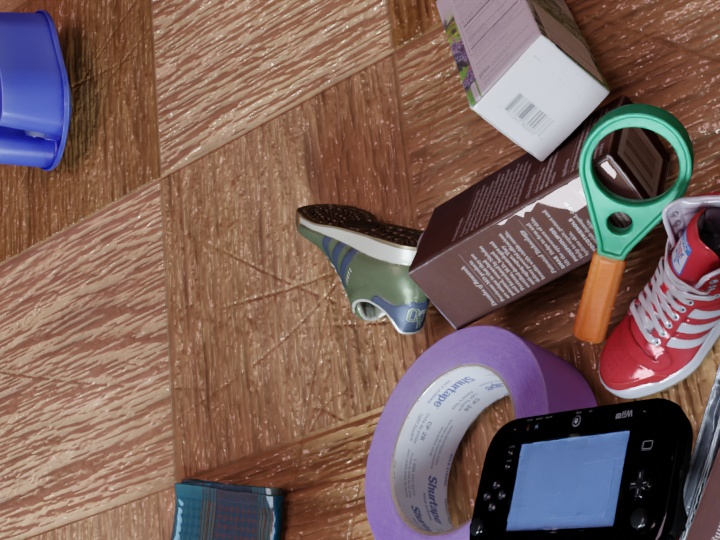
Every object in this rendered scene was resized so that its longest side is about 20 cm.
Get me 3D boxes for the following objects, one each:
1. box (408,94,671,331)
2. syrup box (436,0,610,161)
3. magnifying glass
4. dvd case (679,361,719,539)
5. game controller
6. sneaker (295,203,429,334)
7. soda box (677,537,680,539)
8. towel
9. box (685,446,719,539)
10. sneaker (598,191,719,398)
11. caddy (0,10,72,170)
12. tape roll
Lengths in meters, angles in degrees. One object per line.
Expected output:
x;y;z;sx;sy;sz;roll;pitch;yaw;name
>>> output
0.140;-0.043;1.137;0.199;0.075;0.100;-29;21;33;box
0.127;-0.183;1.167;0.081;0.078;0.201;-46;27;21;syrup box
0.188;-0.031;1.057;0.079;0.022;0.201;15;125;8;magnifying glass
0.245;0.064;0.934;0.016;0.149;0.201;20;131;18;dvd case
0.141;0.142;0.952;0.199;0.042;0.105;-18;61;56;game controller
0.000;0.000;1.283;0.200;0.067;0.091;22;116;57;sneaker
0.158;0.265;1.061;0.070;0.063;0.201;42;106;42;soda box
-0.135;0.298;1.348;0.146;0.022;0.202;-4;75;42;towel
0.325;0.169;0.868;0.199;0.164;0.167;23;92;43;box
0.228;0.016;1.039;0.200;0.112;0.072;-43;53;25;sneaker
-0.387;-0.210;1.681;0.142;0.104;0.201;-57;43;46;caddy
0.092;0.147;1.126;0.200;0.065;0.202;-32;46;39;tape roll
